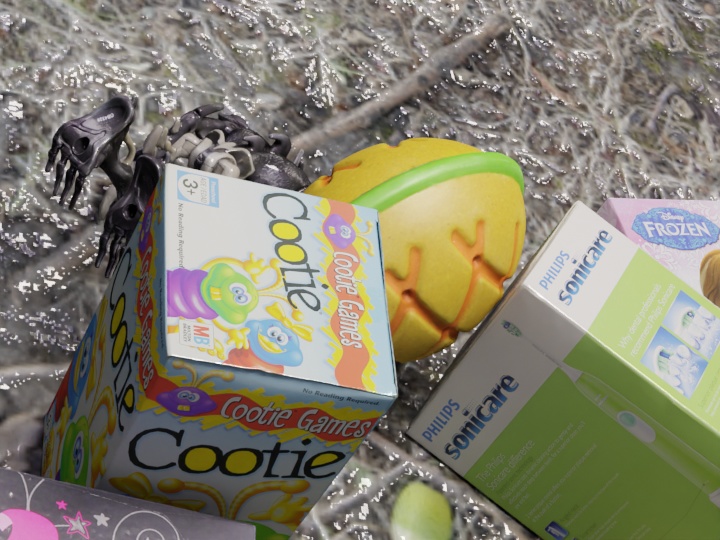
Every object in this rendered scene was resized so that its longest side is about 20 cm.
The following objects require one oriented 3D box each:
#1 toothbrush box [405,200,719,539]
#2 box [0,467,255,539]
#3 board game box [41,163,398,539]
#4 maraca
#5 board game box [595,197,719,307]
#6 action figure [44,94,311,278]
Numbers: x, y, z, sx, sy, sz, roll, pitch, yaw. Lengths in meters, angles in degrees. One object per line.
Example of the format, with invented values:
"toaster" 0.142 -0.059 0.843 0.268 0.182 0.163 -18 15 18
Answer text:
"toothbrush box" 0.147 0.086 0.927 0.199 0.146 0.086 36 45 3
"box" -0.122 0.201 0.701 0.131 0.115 0.201 16 48 -18
"board game box" -0.073 0.062 0.783 0.102 0.200 0.106 12 48 -21
"maraca" 0.000 0.000 0.881 0.199 0.138 0.107 -25 61 -18
"board game box" 0.263 0.045 1.100 0.198 0.041 0.201 0 54 -30
"action figure" -0.088 -0.036 0.931 0.119 0.102 0.199 46 19 22
